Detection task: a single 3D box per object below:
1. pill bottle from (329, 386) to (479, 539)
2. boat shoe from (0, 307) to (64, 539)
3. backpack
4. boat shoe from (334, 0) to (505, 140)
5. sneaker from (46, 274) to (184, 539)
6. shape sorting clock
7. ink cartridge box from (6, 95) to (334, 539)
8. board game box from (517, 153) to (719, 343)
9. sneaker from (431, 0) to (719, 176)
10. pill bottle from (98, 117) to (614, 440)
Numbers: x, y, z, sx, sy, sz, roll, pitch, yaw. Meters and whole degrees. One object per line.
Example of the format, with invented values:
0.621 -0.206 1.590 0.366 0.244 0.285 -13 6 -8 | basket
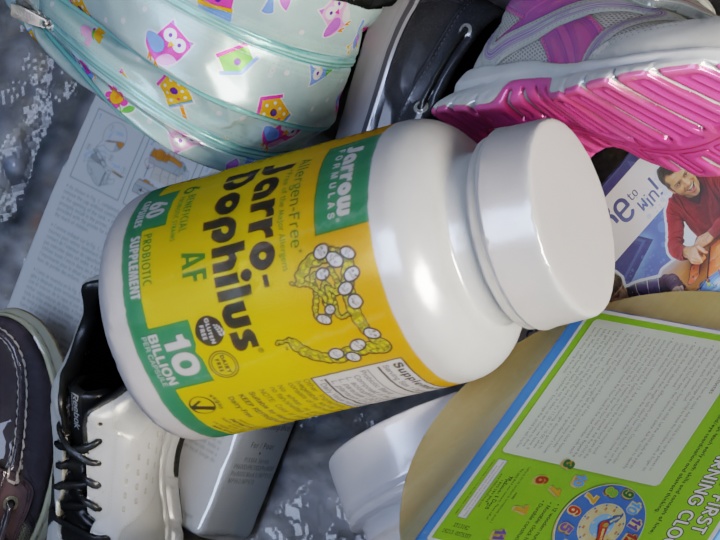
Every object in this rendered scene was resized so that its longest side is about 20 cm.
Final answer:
0.063 0.158 1.122 0.114 0.114 0.200 -30 72 29 | pill bottle
-0.192 0.117 1.272 0.072 0.065 0.200 27 112 34 | boat shoe
-0.078 -0.132 1.190 0.200 0.167 0.127 40 117 38 | backpack
0.025 -0.032 1.188 0.066 0.070 0.200 16 89 34 | boat shoe
-0.121 0.088 1.213 0.074 0.080 0.200 14 94 30 | sneaker
0.112 0.083 1.035 0.200 0.039 0.200 -17 37 13 | shape sorting clock
-0.089 0.009 1.276 0.160 0.047 0.200 26 97 32 | ink cartridge box
0.160 -0.002 1.112 0.200 0.034 0.135 -49 63 22 | board game box
0.112 -0.094 1.084 0.200 0.081 0.088 3 67 53 | sneaker
0.000 0.000 1.097 0.200 0.113 0.113 -13 81 27 | pill bottle
